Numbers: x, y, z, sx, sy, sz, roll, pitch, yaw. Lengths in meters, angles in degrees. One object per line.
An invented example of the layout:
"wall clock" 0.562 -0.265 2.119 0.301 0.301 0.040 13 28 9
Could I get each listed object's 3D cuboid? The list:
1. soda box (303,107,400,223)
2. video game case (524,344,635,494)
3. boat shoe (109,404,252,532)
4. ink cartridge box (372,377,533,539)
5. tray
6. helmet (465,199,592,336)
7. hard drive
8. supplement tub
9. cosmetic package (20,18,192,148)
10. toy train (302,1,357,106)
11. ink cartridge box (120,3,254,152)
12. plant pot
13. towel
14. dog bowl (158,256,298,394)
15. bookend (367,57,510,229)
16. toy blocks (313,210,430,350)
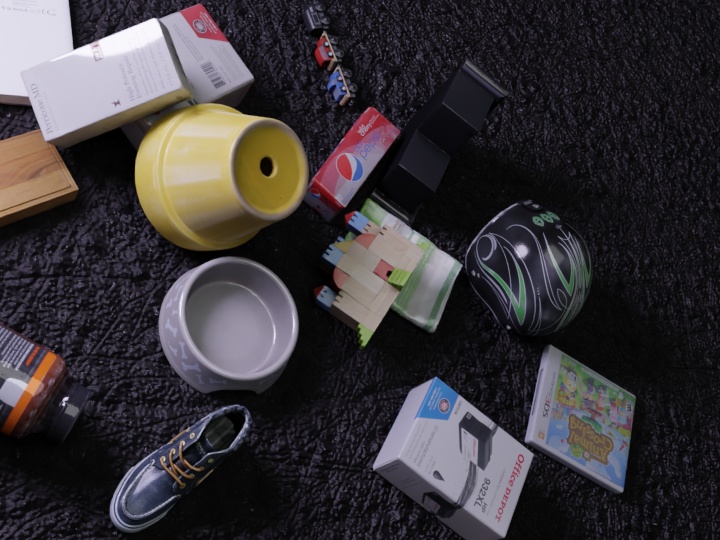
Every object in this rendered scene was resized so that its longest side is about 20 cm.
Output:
"soda box" -0.015 -0.173 1.376 0.070 0.063 0.201 39 55 -8
"video game case" 0.375 0.249 1.435 0.198 0.022 0.184 30 57 -15
"boat shoe" -0.221 0.237 1.053 0.071 0.091 0.200 49 54 -1
"ink cartridge box" 0.139 0.280 1.246 0.199 0.084 0.146 38 54 -10
"tray" -0.478 -0.107 1.096 0.199 0.037 0.100 -28 84 -37
"helmet" 0.287 0.005 1.404 0.198 0.201 0.192 -18 61 -34
"hard drive" -0.475 -0.327 1.203 0.130 0.025 0.203 -1 69 -30
"supplement tub" -0.416 0.122 0.984 0.198 0.107 0.108 32 56 -13
"cosmetic package" -0.335 -0.247 1.132 0.197 0.074 0.103 -22 90 1
"toy train" -0.055 -0.372 1.461 0.045 0.034 0.203 -14 75 -30
"ink cartridge box" -0.281 -0.284 1.259 0.199 0.083 0.148 -35 89 -36
"plant pot" -0.173 -0.130 1.148 0.199 0.187 0.205 0 90 -42
"towel" 0.064 -0.010 1.368 0.199 0.031 0.150 35 55 -12
"dog bowl" -0.174 0.073 1.176 0.197 0.059 0.203 12 64 -25
"bookend" 0.126 -0.203 1.387 0.092 0.200 0.200 34 55 -11
"toy blocks" 0.000 0.000 1.282 0.136 0.100 0.201 33 72 3
